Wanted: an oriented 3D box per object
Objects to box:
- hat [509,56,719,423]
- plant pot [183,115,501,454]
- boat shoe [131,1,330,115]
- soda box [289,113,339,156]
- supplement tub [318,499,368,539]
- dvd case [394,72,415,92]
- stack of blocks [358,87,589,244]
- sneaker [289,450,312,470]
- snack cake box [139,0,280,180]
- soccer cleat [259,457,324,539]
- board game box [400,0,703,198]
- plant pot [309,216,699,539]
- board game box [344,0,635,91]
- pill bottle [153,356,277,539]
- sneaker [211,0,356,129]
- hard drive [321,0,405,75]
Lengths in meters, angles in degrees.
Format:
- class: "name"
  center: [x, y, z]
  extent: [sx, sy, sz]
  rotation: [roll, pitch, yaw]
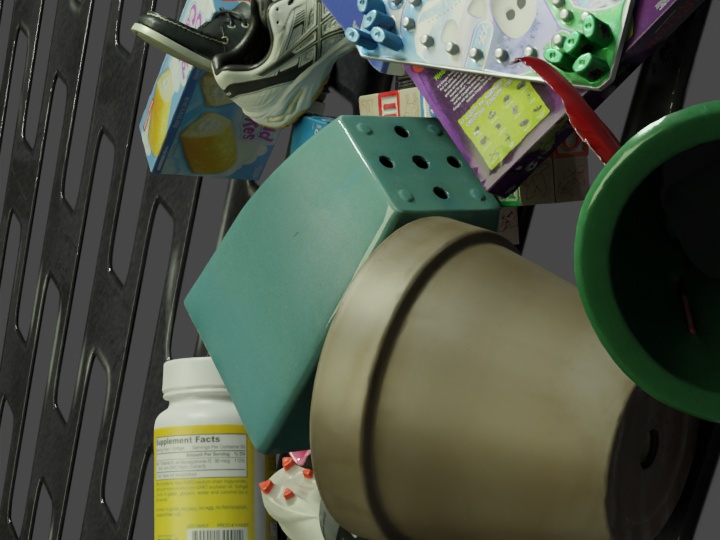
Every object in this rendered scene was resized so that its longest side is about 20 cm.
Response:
- class: "hat"
  center: [0.194, -0.042, 0.853]
  extent: [0.165, 0.201, 0.176]
  rotation: [-26, 16, 17]
- class: "plant pot"
  center: [0.000, 0.000, 1.062]
  extent: [0.142, 0.140, 0.201]
  rotation: [59, 135, 32]
- class: "boat shoe"
  center: [-0.101, -0.193, 1.346]
  extent: [0.074, 0.198, 0.067]
  rotation: [30, 98, 57]
- class: "soda box"
  center: [-0.027, -0.025, 1.312]
  extent: [0.068, 0.064, 0.202]
  rotation: [26, 110, 62]
- class: "supplement tub"
  center: [0.058, 0.206, 1.048]
  extent: [0.200, 0.121, 0.124]
  rotation: [55, 134, 52]
- class: "dvd case"
  center: [0.069, -0.220, 1.196]
  extent: [0.148, 0.016, 0.202]
  rotation: [0, 88, 64]
- class: "stack of blocks"
  center: [0.076, -0.073, 1.101]
  extent: [0.199, 0.058, 0.117]
  rotation: [0, 96, 60]
- class: "sneaker"
  center: [-0.018, 0.066, 1.240]
  extent: [0.079, 0.095, 0.202]
  rotation: [3, 90, 53]
- class: "snack cake box"
  center: [-0.120, -0.178, 1.461]
  extent: [0.201, 0.114, 0.068]
  rotation: [-62, 36, 41]
- class: "soccer cleat"
  center: [-0.006, 0.211, 1.253]
  extent: [0.199, 0.069, 0.078]
  rotation: [24, 149, 50]
- class: "board game box"
  center: [0.122, -0.155, 0.967]
  extent: [0.200, 0.032, 0.121]
  rotation: [-45, 60, 22]
- class: "plant pot"
  center: [0.095, 0.084, 0.921]
  extent: [0.172, 0.199, 0.202]
  rotation: [15, 102, 35]
- class: "board game box"
  center: [0.090, -0.222, 0.975]
  extent: [0.199, 0.026, 0.202]
  rotation: [14, 88, 40]
- class: "pill bottle"
  center: [-0.132, 0.184, 1.443]
  extent: [0.114, 0.113, 0.202]
  rotation: [-21, 68, 61]
- class: "sneaker"
  center: [-0.040, -0.210, 1.275]
  extent: [0.201, 0.087, 0.076]
  rotation: [-53, 36, 6]
- class: "hard drive"
  center: [0.026, -0.260, 1.132]
  extent: [0.132, 0.025, 0.202]
  rotation: [-123, 43, -51]
